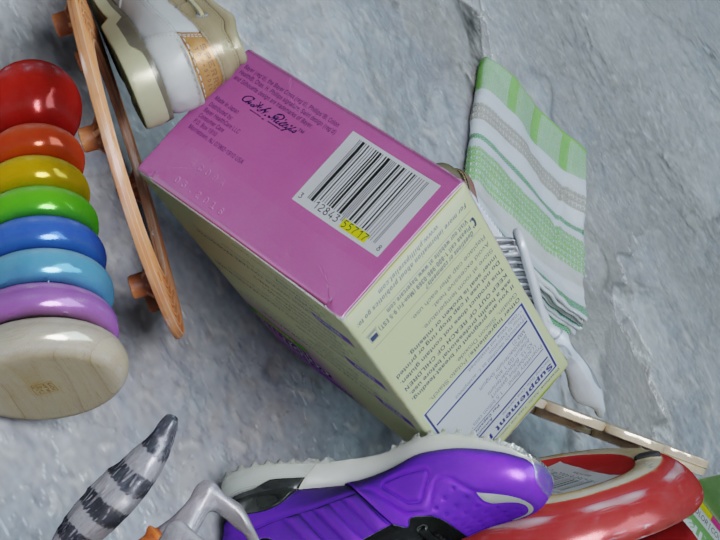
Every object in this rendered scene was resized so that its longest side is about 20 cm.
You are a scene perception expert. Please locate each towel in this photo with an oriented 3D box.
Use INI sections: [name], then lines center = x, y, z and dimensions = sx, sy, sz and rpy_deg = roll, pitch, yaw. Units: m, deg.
[towel]
center = 0.139, -0.063, 1.409
dimensions = 0.149, 0.031, 0.201
rpy_deg = 41, 40, -34

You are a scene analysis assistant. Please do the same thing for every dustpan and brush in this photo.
[dustpan and brush]
center = 0.114, 0.032, 1.151
dimensions = 0.140, 0.057, 0.201
rpy_deg = -108, 176, -55

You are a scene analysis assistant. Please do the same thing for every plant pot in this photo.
[plant pot]
center = 0.123, 0.211, 1.036
dimensions = 0.200, 0.200, 0.184
rpy_deg = -19, 97, -57

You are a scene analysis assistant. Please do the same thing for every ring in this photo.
[ring]
center = -0.132, -0.058, 0.945
dimensions = 0.200, 0.019, 0.202
rpy_deg = 163, -90, -86

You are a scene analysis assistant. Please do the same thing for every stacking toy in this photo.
[stacking toy]
center = -0.171, -0.027, 0.915
dimensions = 0.085, 0.085, 0.201
rpy_deg = 25, 46, -45

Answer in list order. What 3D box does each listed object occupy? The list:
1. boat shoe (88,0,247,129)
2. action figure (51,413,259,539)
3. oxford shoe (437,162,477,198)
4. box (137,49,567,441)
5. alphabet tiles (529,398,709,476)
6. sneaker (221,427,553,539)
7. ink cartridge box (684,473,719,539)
[boat shoe]
center = -0.116, -0.146, 1.000
dimensions = 0.200, 0.068, 0.075
rpy_deg = -121, -170, -52
[action figure]
center = -0.143, 0.144, 0.769
dimensions = 0.105, 0.193, 0.200
rpy_deg = 63, 2, -14
[oxford shoe]
center = 0.026, -0.023, 1.190
dimensions = 0.074, 0.071, 0.200
rpy_deg = 49, 37, -19
[box]
center = 0.000, 0.000, 0.982
dimensions = 0.097, 0.176, 0.200
rpy_deg = -47, 142, -10
[alphabet tiles]
center = 0.132, 0.097, 1.171
dimensions = 0.196, 0.199, 0.015
rpy_deg = 121, -11, -89
[sneaker]
center = 0.012, 0.152, 0.953
dimensions = 0.070, 0.199, 0.100
rpy_deg = 47, 39, -48
[ink cartridge box]
center = 0.198, 0.202, 1.167
dimensions = 0.104, 0.199, 0.059
rpy_deg = 50, 45, -22
